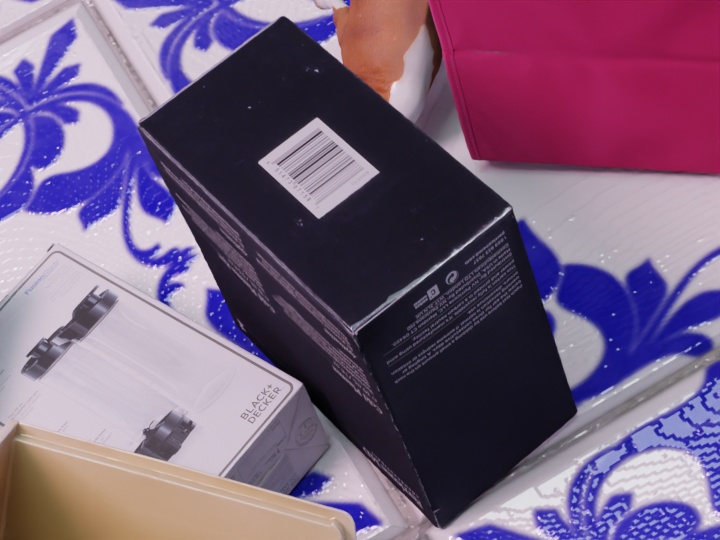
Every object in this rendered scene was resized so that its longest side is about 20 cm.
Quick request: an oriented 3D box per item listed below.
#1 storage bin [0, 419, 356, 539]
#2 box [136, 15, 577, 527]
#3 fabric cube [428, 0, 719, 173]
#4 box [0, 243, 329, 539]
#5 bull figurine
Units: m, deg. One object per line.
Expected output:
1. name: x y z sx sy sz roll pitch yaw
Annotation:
1. storage bin: -0.111 0.172 1.052 0.197 0.094 0.200 14 20 7
2. box: 0.000 0.000 1.179 0.104 0.183 0.200 -37 52 -13
3. fabric cube: 0.161 -0.189 1.264 0.198 0.201 0.197 4 54 18
4. box: -0.130 0.078 1.240 0.199 0.060 0.117 26 65 32
5. bull figurine: 0.017 -0.158 1.328 0.065 0.201 0.122 5 27 -27
